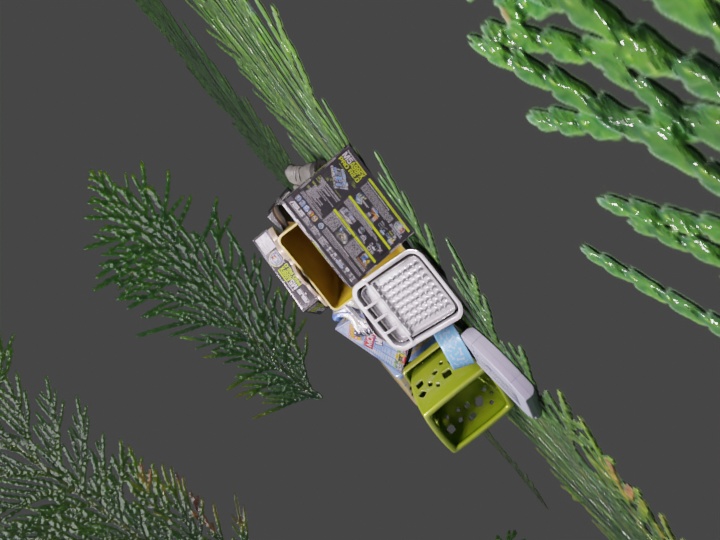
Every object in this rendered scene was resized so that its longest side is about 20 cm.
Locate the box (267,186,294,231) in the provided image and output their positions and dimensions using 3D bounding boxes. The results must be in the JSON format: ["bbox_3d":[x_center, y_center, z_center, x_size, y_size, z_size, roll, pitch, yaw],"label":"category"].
[{"bbox_3d":[-0.138,-0.113,1.653,0.199,0.086,0.164,41,-177,-14],"label":"box"}]

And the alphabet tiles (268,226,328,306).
[{"bbox_3d":[-0.128,-0.011,1.400,0.200,0.015,0.196,50,-175,-40],"label":"alphabet tiles"}]

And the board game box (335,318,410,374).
[{"bbox_3d":[0.040,0.131,1.574,0.197,0.062,0.202,23,134,14],"label":"board game box"}]

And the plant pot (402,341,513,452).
[{"bbox_3d":[0.228,0.286,1.576,0.201,0.198,0.182,53,180,-40],"label":"plant pot"}]

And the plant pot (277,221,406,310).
[{"bbox_3d":[-0.037,-0.075,1.380,0.201,0.199,0.177,51,-170,-16],"label":"plant pot"}]

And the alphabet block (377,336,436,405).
[{"bbox_3d":[0.150,0.223,1.819,0.197,0.195,0.201,48,176,41],"label":"alphabet block"}]

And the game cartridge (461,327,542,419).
[{"bbox_3d":[0.288,0.205,1.309,0.200,0.041,0.134,47,170,39],"label":"game cartridge"}]

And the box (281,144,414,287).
[{"bbox_3d":[-0.022,-0.097,1.165,0.201,0.160,0.044,50,174,-12],"label":"box"}]

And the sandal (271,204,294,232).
[{"bbox_3d":[-0.140,-0.086,1.484,0.201,0.054,0.082,58,-172,33],"label":"sandal"}]

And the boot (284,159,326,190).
[{"bbox_3d":[-0.094,-0.177,1.545,0.129,0.068,0.202,1,127,50],"label":"boot"}]

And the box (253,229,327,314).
[{"bbox_3d":[-0.154,0.007,1.487,0.201,0.044,0.160,53,-177,10],"label":"box"}]

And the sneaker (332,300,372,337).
[{"bbox_3d":[0.024,0.118,1.466,0.197,0.086,0.077,22,175,15],"label":"sneaker"}]

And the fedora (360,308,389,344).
[{"bbox_3d":[0.089,0.053,1.395,0.091,0.173,0.203,110,160,-50],"label":"fedora"}]

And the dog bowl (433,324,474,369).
[{"bbox_3d":[0.193,0.147,1.447,0.112,0.049,0.201,58,-177,-27],"label":"dog bowl"}]

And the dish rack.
[{"bbox_3d":[0.097,0.054,1.275,0.172,0.199,0.044,51,-142,-5],"label":"dish rack"}]
